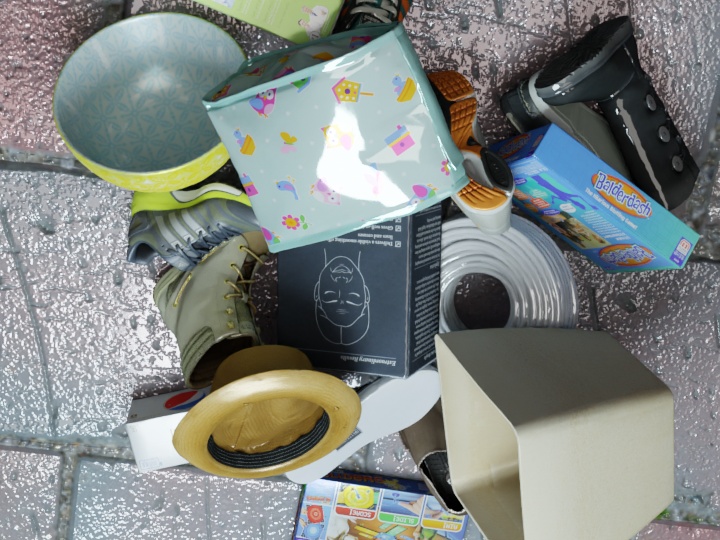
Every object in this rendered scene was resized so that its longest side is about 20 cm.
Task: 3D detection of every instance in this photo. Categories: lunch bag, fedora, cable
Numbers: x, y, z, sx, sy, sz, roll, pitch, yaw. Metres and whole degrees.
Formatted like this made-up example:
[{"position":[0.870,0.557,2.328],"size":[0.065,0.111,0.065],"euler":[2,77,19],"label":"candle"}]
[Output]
[{"position":[-0.015,-0.127,1.076],"size":[0.200,0.122,0.171],"euler":[-13,114,27],"label":"lunch bag"},{"position":[-0.097,0.133,1.183],"size":[0.200,0.082,0.201],"euler":[-8,144,-6],"label":"fedora"},{"position":[0.135,0.034,1.272],"size":[0.200,0.069,0.200],"euler":[33,109,19],"label":"cable"}]

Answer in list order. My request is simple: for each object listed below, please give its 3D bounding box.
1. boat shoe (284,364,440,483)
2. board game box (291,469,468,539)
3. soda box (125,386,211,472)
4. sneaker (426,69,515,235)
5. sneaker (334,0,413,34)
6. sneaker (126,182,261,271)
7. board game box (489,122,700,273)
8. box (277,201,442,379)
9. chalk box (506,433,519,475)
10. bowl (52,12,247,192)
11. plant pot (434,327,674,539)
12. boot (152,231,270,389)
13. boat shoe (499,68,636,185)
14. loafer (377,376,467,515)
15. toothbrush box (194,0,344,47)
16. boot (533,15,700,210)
[{"position":[-0.005,0.154,1.275],"size":[0.200,0.057,0.069],"euler":[-33,125,2],"label":"boat shoe"},{"position":[0.021,0.313,1.403],"size":[0.200,0.034,0.136],"euler":[10,106,-7],"label":"board game box"},{"position":[-0.158,0.167,1.329],"size":[0.200,0.068,0.064],"euler":[-11,108,-1],"label":"soda box"},{"position":[0.103,-0.118,1.225],"size":[0.076,0.200,0.092],"euler":[-19,147,1],"label":"sneaker"},{"position":[0.015,-0.259,1.205],"size":[0.071,0.080,0.200],"euler":[17,105,-9],"label":"sneaker"},{"position":[-0.164,-0.039,1.213],"size":[0.074,0.200,0.081],"euler":[30,66,-47],"label":"sneaker"},{"position":[0.234,-0.070,1.242],"size":[0.200,0.152,0.045],"euler":[35,78,-14],"label":"board game box"},{"position":[0.000,0.000,1.231],"size":[0.148,0.107,0.200],"euler":[5,99,21],"label":"box"},{"position":[0.217,0.190,1.336],"size":[0.124,0.124,0.200],"euler":[6,108,-6],"label":"chalk box"},{"position":[-0.200,-0.152,1.197],"size":[0.200,0.200,0.108],"euler":[-11,151,-1],"label":"bowl"},{"position":[0.199,0.166,1.161],"size":[0.177,0.200,0.200],"euler":[-14,117,-12],"label":"plant pot"},{"position":[-0.126,0.018,1.236],"size":[0.200,0.155,0.072],"euler":[-42,131,12],"label":"boot"},{"position":[0.231,-0.138,1.272],"size":[0.060,0.076,0.200],"euler":[-23,123,42],"label":"boat shoe"},{"position":[0.085,0.190,1.338],"size":[0.073,0.071,0.200],"euler":[-31,91,5],"label":"loafer"},{"position":[-0.116,-0.294,1.152],"size":[0.200,0.146,0.086],"euler":[20,105,-9],"label":"toothbrush box"},{"position":[0.274,-0.144,1.234],"size":[0.165,0.066,0.200],"euler":[-40,112,-35],"label":"boot"}]
